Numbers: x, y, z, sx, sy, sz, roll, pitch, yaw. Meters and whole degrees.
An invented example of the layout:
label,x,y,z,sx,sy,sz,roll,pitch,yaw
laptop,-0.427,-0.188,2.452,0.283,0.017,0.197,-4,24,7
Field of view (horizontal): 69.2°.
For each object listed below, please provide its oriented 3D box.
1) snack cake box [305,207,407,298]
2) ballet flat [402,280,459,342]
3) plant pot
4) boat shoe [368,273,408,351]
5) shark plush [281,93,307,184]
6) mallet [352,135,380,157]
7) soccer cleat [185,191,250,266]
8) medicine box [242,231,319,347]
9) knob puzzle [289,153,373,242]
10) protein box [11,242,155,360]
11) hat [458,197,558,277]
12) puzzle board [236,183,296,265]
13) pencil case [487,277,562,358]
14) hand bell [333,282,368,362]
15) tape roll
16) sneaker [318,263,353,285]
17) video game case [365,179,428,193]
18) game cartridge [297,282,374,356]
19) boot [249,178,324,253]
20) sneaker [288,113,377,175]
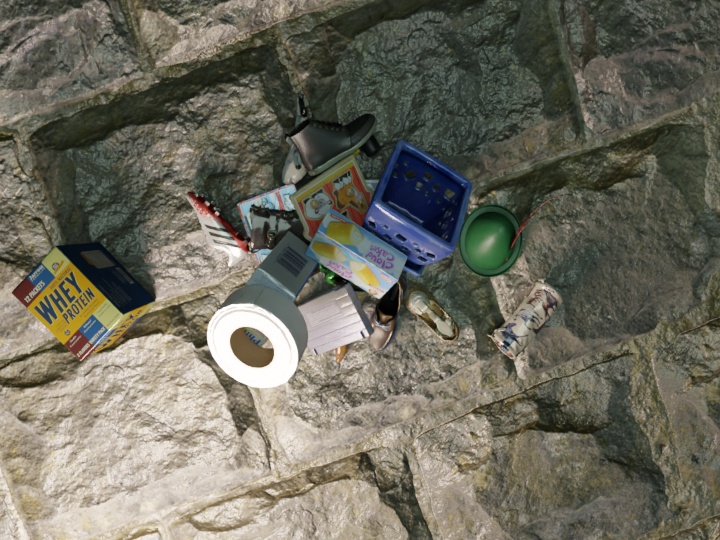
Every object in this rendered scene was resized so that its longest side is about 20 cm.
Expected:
label,x,y,z,sx,sy,sz,roll,pitch,yaw
snack cake box,-0.011,-0.033,1.125,0.197,0.115,0.068,31,59,-6
ballet flat,0.170,0.100,1.270,0.199,0.065,0.071,40,94,-5
plant pot,0.109,-0.123,1.149,0.196,0.180,0.203,28,57,-6
boat shoe,0.057,0.104,1.249,0.070,0.072,0.206,17,103,11
shark plush,-0.152,-0.307,1.219,0.081,0.090,0.207,5,104,34
mallet,-0.036,-0.247,1.247,0.066,0.041,0.200,43,96,0
soccer cleat,-0.346,-0.099,1.228,0.085,0.069,0.200,-45,97,6
medicine box,-0.197,0.047,1.156,0.102,0.183,0.201,36,121,-6
knob puzzle,-0.045,-0.128,1.193,0.214,0.030,0.226,-11,114,-26
protein box,-0.600,0.059,1.159,0.135,0.200,0.199,-44,96,2
hat,0.328,-0.078,1.207,0.160,0.176,0.207,10,95,-4
puzzle board,-0.197,-0.088,1.260,0.147,0.017,0.206,-19,95,-1
pencil case,0.405,0.117,1.278,0.089,0.078,0.201,38,93,-25
hand bell,-0.035,0.127,1.266,0.101,0.104,0.206,9,107,-4
tape roll,-0.207,0.135,1.058,0.196,0.071,0.208,7,119,12
sneaker,0.000,0.000,1.225,0.194,0.087,0.079,-5,138,-15
video game case,0.068,-0.125,1.267,0.193,0.023,0.189,0,95,-3
game cartridge,-0.070,0.116,1.223,0.197,0.038,0.133,-24,92,38
boot,-0.173,-0.129,1.214,0.169,0.069,0.207,10,96,-6
sneaker,-0.058,-0.310,1.159,0.198,0.075,0.107,-38,123,-5
